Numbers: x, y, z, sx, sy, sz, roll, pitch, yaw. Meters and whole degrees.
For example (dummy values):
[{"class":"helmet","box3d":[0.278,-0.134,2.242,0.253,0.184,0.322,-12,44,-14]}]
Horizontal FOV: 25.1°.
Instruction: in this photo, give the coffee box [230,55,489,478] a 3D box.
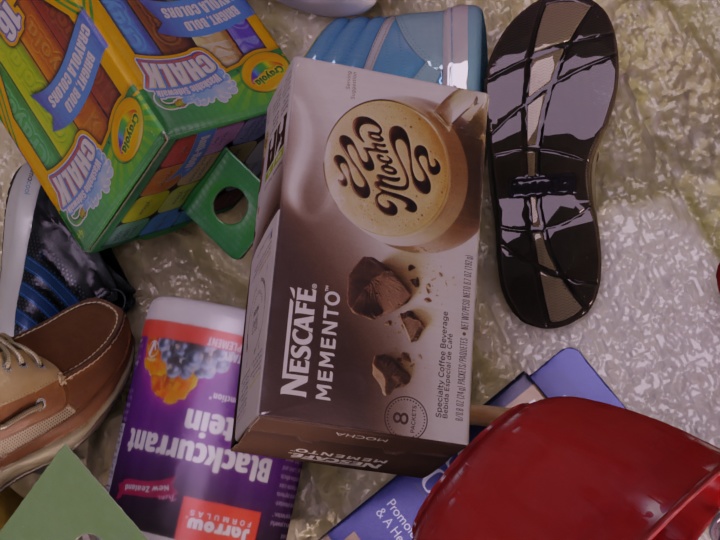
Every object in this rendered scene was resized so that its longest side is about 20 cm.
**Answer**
[{"class":"coffee box","box3d":[0.000,0.000,0.868,0.112,0.080,0.201,10,70,-12]}]

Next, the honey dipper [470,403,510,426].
[{"class":"honey dipper","box3d":[0.039,0.080,0.920,0.199,0.038,0.038,7,80,-16]}]

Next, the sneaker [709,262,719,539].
[{"class":"sneaker","box3d":[0.229,0.093,0.927,0.112,0.071,0.201,-28,79,0]}]

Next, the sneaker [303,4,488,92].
[{"class":"sneaker","box3d":[0.010,-0.066,0.991,0.130,0.080,0.201,3,71,8]}]

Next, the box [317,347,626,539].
[{"class":"box","box3d":[0.085,0.148,0.963,0.200,0.032,0.121,-39,76,0]}]

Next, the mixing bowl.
[{"class":"mixing bowl","box3d":[0.097,0.141,0.854,0.108,0.200,0.200,40,88,20]}]

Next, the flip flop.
[{"class":"flip flop","box3d":[0.116,-0.066,0.987,0.081,0.058,0.201,-1,95,5]}]

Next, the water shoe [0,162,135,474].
[{"class":"water shoe","box3d":[-0.181,0.025,1.009,0.078,0.072,0.201,-2,80,7]}]

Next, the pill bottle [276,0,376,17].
[{"class":"pill bottle","box3d":[-0.009,-0.270,1.005,0.113,0.113,0.201,18,77,12]}]

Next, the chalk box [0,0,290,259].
[{"class":"chalk box","box3d":[-0.124,-0.098,0.971,0.200,0.124,0.125,55,134,14]}]

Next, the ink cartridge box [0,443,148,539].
[{"class":"ink cartridge box","box3d":[-0.167,0.201,0.754,0.145,0.048,0.200,43,104,29]}]

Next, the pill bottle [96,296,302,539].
[{"class":"pill bottle","box3d":[-0.092,0.124,0.956,0.111,0.111,0.201,10,82,11]}]

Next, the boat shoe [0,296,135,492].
[{"class":"boat shoe","box3d":[-0.203,0.073,0.899,0.075,0.074,0.200,17,42,29]}]

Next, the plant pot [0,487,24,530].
[{"class":"plant pot","box3d":[-0.253,0.226,0.931,0.194,0.194,0.201,-4,66,9]}]
